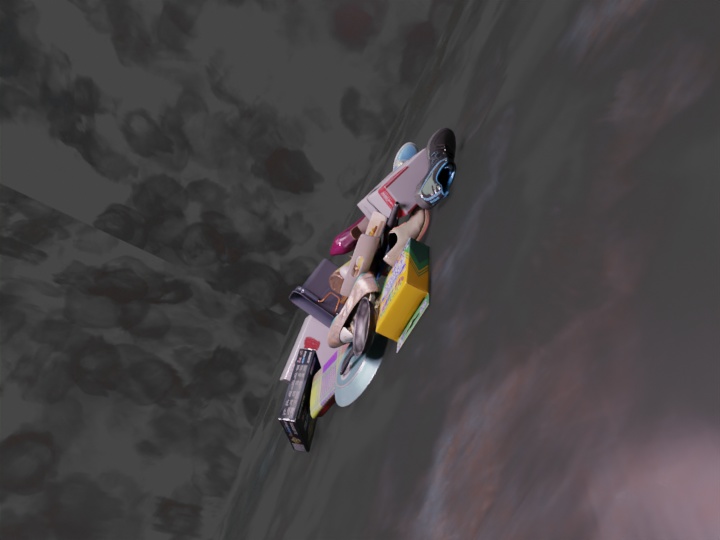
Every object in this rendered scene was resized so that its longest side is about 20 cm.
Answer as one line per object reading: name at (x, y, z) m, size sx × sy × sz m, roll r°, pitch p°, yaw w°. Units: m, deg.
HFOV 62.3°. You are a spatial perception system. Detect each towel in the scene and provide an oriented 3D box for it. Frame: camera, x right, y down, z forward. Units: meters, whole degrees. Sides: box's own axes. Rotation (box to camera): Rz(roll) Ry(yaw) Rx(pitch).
towel at (-0.052, 0.236, 1.377) m, size 0.200 × 0.023 × 0.144 m, roll -49°, pitch 21°, yaw 25°

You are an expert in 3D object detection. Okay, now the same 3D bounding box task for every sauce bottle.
sauce bottle at (-0.006, -0.006, 1.608) m, size 0.200 × 0.066 × 0.066 m, roll -40°, pitch -12°, yaw -44°

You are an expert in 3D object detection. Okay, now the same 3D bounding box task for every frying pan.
frying pan at (-0.001, 0.147, 1.179) m, size 0.115 × 0.030 × 0.193 m, roll -119°, pitch 40°, yaw -69°

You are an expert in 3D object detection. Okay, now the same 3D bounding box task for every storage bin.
storage bin at (-0.075, 0.067, 1.633) m, size 0.135 × 0.199 × 0.146 m, roll -58°, pitch 4°, yaw -20°

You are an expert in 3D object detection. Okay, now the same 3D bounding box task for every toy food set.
toy food set at (0.002, -0.042, 1.325) m, size 0.200 × 0.060 × 0.145 m, roll -69°, pitch -2°, yaw -68°

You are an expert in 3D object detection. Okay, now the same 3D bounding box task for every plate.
plate at (-0.006, 0.188, 1.254) m, size 0.201 × 0.025 × 0.201 m, roll -51°, pitch 19°, yaw 24°

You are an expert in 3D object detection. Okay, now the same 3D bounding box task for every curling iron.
curling iron at (0.063, -0.081, 1.351) m, size 0.201 × 0.025 × 0.050 m, roll 110°, pitch -179°, yaw -48°

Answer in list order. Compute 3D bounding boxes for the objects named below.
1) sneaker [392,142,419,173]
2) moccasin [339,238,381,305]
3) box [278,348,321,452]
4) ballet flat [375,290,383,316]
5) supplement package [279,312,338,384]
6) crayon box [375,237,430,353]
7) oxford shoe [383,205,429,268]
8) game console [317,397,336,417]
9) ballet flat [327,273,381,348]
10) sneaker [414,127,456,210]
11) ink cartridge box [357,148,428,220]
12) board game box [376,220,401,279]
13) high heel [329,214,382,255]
sneaker at (0.124, -0.263, 1.686) m, size 0.131 × 0.078 × 0.203 m, roll -103°, pitch 28°, yaw -80°
moccasin at (0.000, -0.001, 1.483) m, size 0.074 × 0.077 × 0.204 m, roll -77°, pitch 7°, yaw -66°
box at (-0.140, 0.322, 1.486) m, size 0.160 × 0.045 × 0.202 m, roll 78°, pitch -160°, yaw -47°
ballet flat at (0.025, 0.085, 1.396) m, size 0.200 × 0.046 × 0.068 m, roll 140°, pitch 153°, yaw -72°
supplement package at (-0.135, 0.243, 1.715) m, size 0.120 × 0.120 × 0.203 m, roll 138°, pitch 155°, yaw -71°
crayon box at (0.082, 0.042, 1.134) m, size 0.201 × 0.051 × 0.127 m, roll -79°, pitch 16°, yaw -58°
oxford shoe at (0.101, -0.083, 1.295) m, size 0.071 × 0.073 × 0.202 m, roll 120°, pitch 172°, yaw -46°
game console at (-0.058, 0.253, 1.506) m, size 0.177 × 0.031 × 0.202 m, roll -55°, pitch 12°, yaw 51°
ballet flat at (-0.013, 0.101, 1.256) m, size 0.067 × 0.067 × 0.202 m, roll 48°, pitch 125°, yaw 39°
sneaker at (0.180, -0.225, 1.280) m, size 0.082 × 0.073 × 0.203 m, roll -21°, pitch 48°, yaw 55°
ink cartridge box at (0.093, -0.187, 1.403) m, size 0.144 × 0.084 × 0.200 m, roll -44°, pitch 8°, yaw -17°
board game box at (0.076, -0.039, 1.478) m, size 0.200 × 0.038 × 0.160 m, roll 122°, pitch 166°, yaw -70°
high heel at (-0.002, -0.096, 1.535) m, size 0.096 × 0.068 × 0.199 m, roll -34°, pitch -6°, yaw 38°
